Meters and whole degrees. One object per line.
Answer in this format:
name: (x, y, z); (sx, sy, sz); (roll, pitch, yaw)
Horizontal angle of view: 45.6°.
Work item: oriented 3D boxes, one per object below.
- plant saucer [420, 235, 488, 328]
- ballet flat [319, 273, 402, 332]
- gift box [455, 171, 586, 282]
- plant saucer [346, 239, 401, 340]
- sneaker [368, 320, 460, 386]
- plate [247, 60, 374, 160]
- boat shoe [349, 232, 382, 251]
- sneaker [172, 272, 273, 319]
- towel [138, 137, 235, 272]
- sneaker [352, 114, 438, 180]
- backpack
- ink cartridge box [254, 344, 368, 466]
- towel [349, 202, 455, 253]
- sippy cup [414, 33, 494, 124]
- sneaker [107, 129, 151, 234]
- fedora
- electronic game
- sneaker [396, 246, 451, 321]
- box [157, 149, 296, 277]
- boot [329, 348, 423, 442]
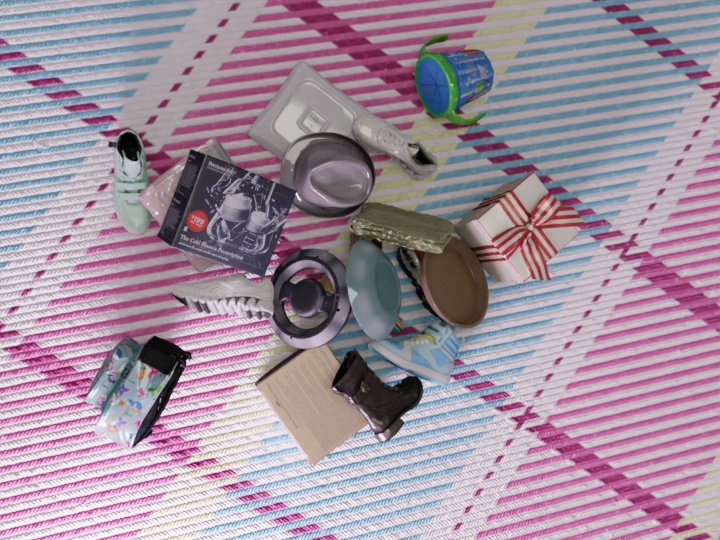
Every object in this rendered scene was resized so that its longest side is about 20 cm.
plant saucer: (0.191, 0.025, 1.766); (0.200, 0.029, 0.201); (19, 60, -37)
ballet flat: (0.007, 0.060, 1.763); (0.200, 0.069, 0.063); (27, 68, -11)
gift box: (0.336, -0.079, 1.776); (0.185, 0.187, 0.200); (-45, 96, -10)
plant saucer: (0.038, 0.034, 1.671); (0.039, 0.201, 0.202); (-11, 90, 27)
sneaker: (0.118, 0.147, 1.770); (0.200, 0.079, 0.131); (27, 84, -25)
plate: (-0.098, -0.303, 1.771); (0.199, 0.032, 0.200); (36, 81, -9)
boat shoe: (0.000, 0.000, 1.731); (0.063, 0.073, 0.200); (-6, 49, 22)
sneaker: (-0.268, 0.044, 1.693); (0.199, 0.075, 0.081); (7, 70, -3)
towel: (-0.302, -0.127, 1.685); (0.191, 0.032, 0.200); (-41, 117, -12)
sneaker: (0.077, -0.261, 1.775); (0.200, 0.081, 0.075); (29, 84, -14)
backpack: (-0.425, 0.226, 1.606); (0.150, 0.178, 0.200); (23, 93, -7)
ink cartridge box: (-0.092, 0.261, 1.726); (0.165, 0.075, 0.200); (-34, 96, -10)
towel: (0.087, -0.090, 1.730); (0.199, 0.148, 0.037); (14, 115, 9)
sippy cup: (0.203, -0.402, 1.797); (0.130, 0.140, 0.178); (-21, 117, -22)
sneaker: (-0.444, -0.171, 1.647); (0.074, 0.118, 0.201); (-8, 90, -14)
fedora: (-0.056, -0.185, 1.722); (0.199, 0.090, 0.177); (14, 101, -21)
electronic game: (-0.103, 0.055, 1.700); (0.199, 0.042, 0.201); (-5, 80, 28)
sneaker: (0.158, 0.016, 1.794); (0.085, 0.077, 0.200); (-34, 99, -26)
box: (-0.254, -0.109, 1.637); (0.200, 0.104, 0.183); (19, 92, -30)
boot: (0.034, 0.225, 1.708); (0.174, 0.069, 0.200); (52, 39, -12)
